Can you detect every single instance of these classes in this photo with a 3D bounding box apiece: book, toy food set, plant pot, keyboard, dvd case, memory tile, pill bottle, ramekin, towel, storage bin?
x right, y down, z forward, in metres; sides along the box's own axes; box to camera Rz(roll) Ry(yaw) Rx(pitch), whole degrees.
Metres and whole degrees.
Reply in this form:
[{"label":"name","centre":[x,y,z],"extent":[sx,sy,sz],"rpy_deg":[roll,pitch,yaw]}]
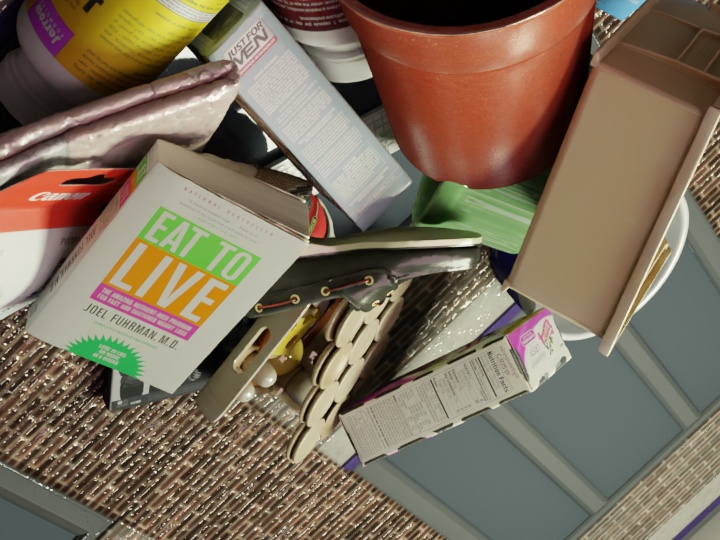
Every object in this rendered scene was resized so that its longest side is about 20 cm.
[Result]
[{"label":"book","centre":[-0.148,0.001,1.014],"extent":[0.133,0.048,0.200],"rpy_deg":[25,127,-27]},{"label":"toy food set","centre":[-0.056,0.077,1.231],"extent":[0.144,0.060,0.200],"rpy_deg":[-51,164,10]},{"label":"plant pot","centre":[0.079,-0.172,0.929],"extent":[0.199,0.201,0.196],"rpy_deg":[-30,147,-10]},{"label":"keyboard","centre":[-0.024,-0.099,1.192],"extent":[0.199,0.011,0.057],"rpy_deg":[-29,136,-12]},{"label":"dvd case","centre":[-0.152,0.032,1.195],"extent":[0.149,0.025,0.202],"rpy_deg":[-11,132,-28]},{"label":"memory tile","centre":[-0.009,0.081,1.260],"extent":[0.153,0.017,0.201],"rpy_deg":[-40,156,-50]},{"label":"pill bottle","centre":[-0.169,-0.182,0.938],"extent":[0.200,0.105,0.104],"rpy_deg":[-42,139,22]},{"label":"ramekin","centre":[0.126,-0.113,1.134],"extent":[0.097,0.200,0.202],"rpy_deg":[23,115,-5]},{"label":"pill bottle","centre":[-0.026,-0.243,0.996],"extent":[0.112,0.113,0.201],"rpy_deg":[-30,136,-10]},{"label":"towel","centre":[-0.188,-0.087,0.982],"extent":[0.189,0.033,0.200],"rpy_deg":[-22,178,-18]},{"label":"storage bin","centre":[0.205,-0.081,0.983],"extent":[0.198,0.093,0.202],"rpy_deg":[-43,155,-53]}]

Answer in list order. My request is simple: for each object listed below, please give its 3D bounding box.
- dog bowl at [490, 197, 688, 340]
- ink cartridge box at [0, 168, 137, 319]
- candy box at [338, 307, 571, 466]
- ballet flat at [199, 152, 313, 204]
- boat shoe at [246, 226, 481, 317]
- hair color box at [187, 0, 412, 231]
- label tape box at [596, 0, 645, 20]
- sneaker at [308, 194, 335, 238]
[{"label":"dog bowl","centre":[0.235,-0.031,1.380],"extent":[0.198,0.079,0.202],"rpy_deg":[-19,134,-22]},{"label":"ink cartridge box","centre":[-0.247,-0.013,0.975],"extent":[0.198,0.048,0.160],"rpy_deg":[-26,174,22]},{"label":"candy box","centre":[0.093,0.112,1.314],"extent":[0.199,0.062,0.136],"rpy_deg":[-27,178,25]},{"label":"ballet flat","centre":[-0.138,-0.048,1.060],"extent":[0.198,0.068,0.076],"rpy_deg":[-24,114,7]},{"label":"boat shoe","centre":[0.000,0.000,1.078],"extent":[0.199,0.074,0.064],"rpy_deg":[-7,98,0]},{"label":"hair color box","centre":[-0.053,-0.129,1.046],"extent":[0.061,0.099,0.200],"rpy_deg":[-44,123,-2]},{"label":"label tape box","centre":[0.159,-0.257,1.049],"extent":[0.143,0.200,0.064],"rpy_deg":[15,115,-41]},{"label":"sneaker","centre":[-0.118,-0.009,1.125],"extent":[0.199,0.077,0.086],"rpy_deg":[-32,119,-13]}]
